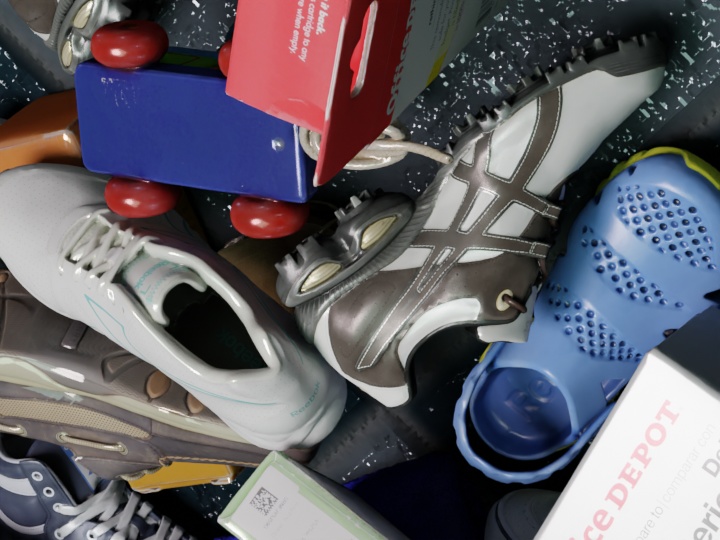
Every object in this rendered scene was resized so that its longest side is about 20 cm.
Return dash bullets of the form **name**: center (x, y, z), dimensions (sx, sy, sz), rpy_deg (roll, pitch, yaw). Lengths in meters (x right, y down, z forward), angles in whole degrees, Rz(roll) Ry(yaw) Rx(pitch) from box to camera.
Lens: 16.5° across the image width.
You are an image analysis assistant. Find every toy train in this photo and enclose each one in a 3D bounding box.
- **toy train**: center (-0.015, -0.069, 1.078), dimensions (0.200, 0.116, 0.085), rpy_deg (9, 113, 33)

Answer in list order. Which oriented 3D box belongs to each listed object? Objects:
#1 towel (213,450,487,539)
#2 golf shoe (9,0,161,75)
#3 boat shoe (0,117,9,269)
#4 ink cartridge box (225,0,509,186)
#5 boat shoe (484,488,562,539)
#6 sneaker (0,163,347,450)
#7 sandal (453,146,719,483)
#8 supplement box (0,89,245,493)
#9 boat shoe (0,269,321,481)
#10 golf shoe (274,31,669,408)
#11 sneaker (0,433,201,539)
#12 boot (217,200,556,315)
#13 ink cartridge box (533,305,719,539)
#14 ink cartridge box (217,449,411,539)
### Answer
- **towel**: center (-0.016, 0.189, 1.243), dimensions (0.200, 0.050, 0.148), rpy_deg (-24, 94, 14)
- **golf shoe**: center (-0.114, -0.176, 1.099), dimensions (0.094, 0.078, 0.200), rpy_deg (37, 129, 4)
- **boat shoe**: center (-0.219, -0.005, 1.283), dimensions (0.066, 0.072, 0.200), rpy_deg (25, 136, 9)
- **ink cartridge box**: center (0.008, -0.131, 0.985), dimensions (0.067, 0.200, 0.116), rpy_deg (22, 127, 16)
- **boat shoe**: center (0.158, 0.132, 1.146), dimensions (0.202, 0.075, 0.086), rpy_deg (23, 128, 12)
- **sneaker**: center (-0.093, 0.003, 1.108), dimensions (0.200, 0.070, 0.080), rpy_deg (32, 172, 22)
- **sandal**: center (0.103, 0.030, 1.107), dimensions (0.079, 0.087, 0.200), rpy_deg (36, 128, 7)
- **supplement box**: center (-0.112, 0.010, 1.231), dimensions (0.066, 0.069, 0.200), rpy_deg (-9, 112, 34)
- **boat shoe**: center (-0.109, 0.057, 1.179), dimensions (0.200, 0.075, 0.073), rpy_deg (16, 135, 14)
- **golf shoe**: center (0.062, -0.021, 1.068), dimensions (0.200, 0.078, 0.095), rpy_deg (-37, 86, 12)
- **sneaker**: center (-0.120, 0.138, 1.312), dimensions (0.200, 0.070, 0.109), rpy_deg (20, 129, 22)
- **boot**: center (0.000, 0.000, 1.161), dimensions (0.200, 0.074, 0.076), rpy_deg (-19, 100, 39)
- **ink cartridge box**: center (0.181, 0.133, 1.051), dimensions (0.200, 0.087, 0.145), rpy_deg (36, 114, 16)
- **ink cartridge box**: center (0.041, 0.162, 1.123), dimensions (0.200, 0.146, 0.048), rpy_deg (38, 88, 17)
